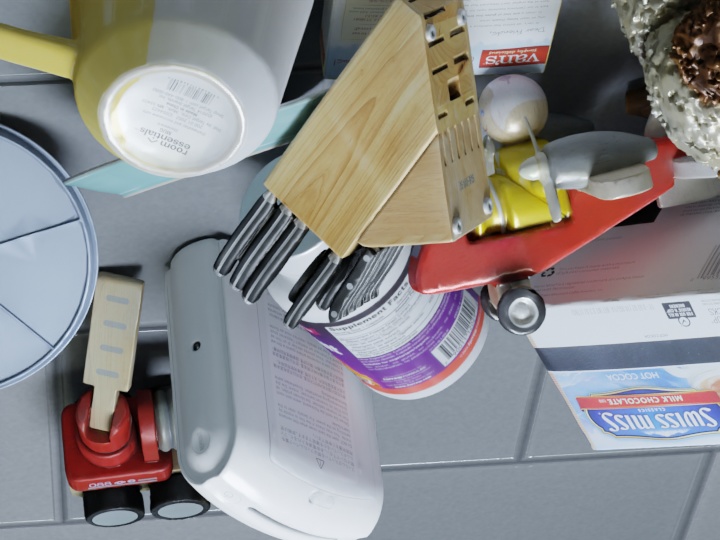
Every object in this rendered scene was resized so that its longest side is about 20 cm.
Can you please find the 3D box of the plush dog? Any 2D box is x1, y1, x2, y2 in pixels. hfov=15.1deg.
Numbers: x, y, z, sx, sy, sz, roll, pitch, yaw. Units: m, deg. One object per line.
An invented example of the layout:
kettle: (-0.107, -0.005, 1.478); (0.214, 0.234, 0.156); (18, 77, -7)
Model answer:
plush dog: (0.204, -0.141, 1.608); (0.160, 0.172, 0.200); (-17, 147, 16)

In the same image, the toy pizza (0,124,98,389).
toy pizza: (-0.272, -0.011, 1.785); (0.200, 0.032, 0.201); (-1, 112, -4)

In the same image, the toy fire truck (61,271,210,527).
toy fire truck: (-0.135, 0.091, 1.984); (0.176, 0.129, 0.200); (-6, 158, -2)

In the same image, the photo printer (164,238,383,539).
photo printer: (-0.059, 0.094, 1.905); (0.069, 0.200, 0.166); (-30, 142, 32)

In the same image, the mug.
mug: (-0.118, -0.130, 1.553); (0.186, 0.153, 0.150); (-13, 132, 14)

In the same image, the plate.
plate: (-0.087, -0.077, 1.687); (0.200, 0.026, 0.200); (-18, -178, 1)

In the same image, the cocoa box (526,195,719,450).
cocoa box: (0.228, 0.026, 1.770); (0.200, 0.133, 0.131); (-6, 126, 40)

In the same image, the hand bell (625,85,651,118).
hand bell: (0.273, -0.113, 1.775); (0.200, 0.104, 0.104); (0, 150, 13)

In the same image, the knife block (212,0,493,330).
knife block: (-0.015, -0.067, 1.641); (0.175, 0.200, 0.064); (-2, -166, 26)

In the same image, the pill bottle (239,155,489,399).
pill bottle: (0.000, 0.000, 1.850); (0.111, 0.112, 0.200); (-19, 145, 19)

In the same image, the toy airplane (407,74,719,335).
toy airplane: (0.133, -0.068, 1.711); (0.200, 0.199, 0.141); (-24, 103, 42)

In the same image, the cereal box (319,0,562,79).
cereal box: (0.054, -0.188, 1.630); (0.144, 0.040, 0.200); (-2, 149, -8)
